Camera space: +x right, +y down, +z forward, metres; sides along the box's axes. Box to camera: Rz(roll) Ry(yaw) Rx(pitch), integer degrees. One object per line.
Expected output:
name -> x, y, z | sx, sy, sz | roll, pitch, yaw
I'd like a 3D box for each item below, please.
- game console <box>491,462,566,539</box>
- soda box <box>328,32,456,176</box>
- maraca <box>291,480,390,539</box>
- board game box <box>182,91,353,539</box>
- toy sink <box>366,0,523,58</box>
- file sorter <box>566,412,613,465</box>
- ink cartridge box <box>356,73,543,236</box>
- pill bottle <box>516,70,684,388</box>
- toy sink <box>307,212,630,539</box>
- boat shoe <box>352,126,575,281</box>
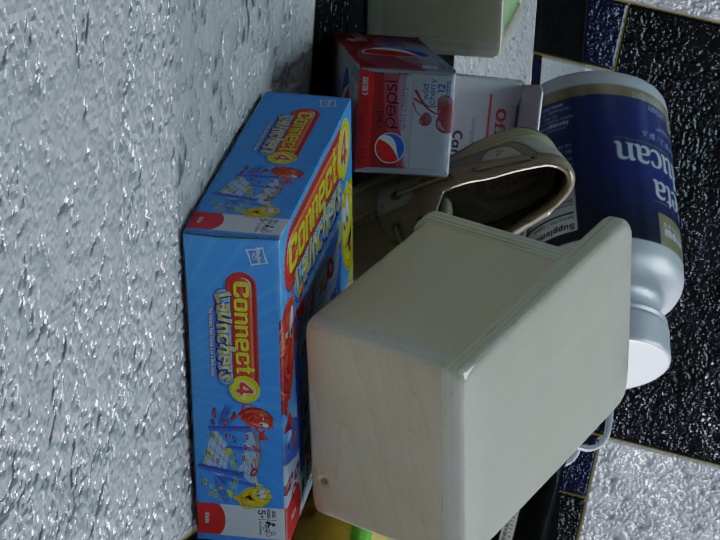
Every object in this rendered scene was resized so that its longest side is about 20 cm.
game console -> 0.053, 0.137, 1.571 | 0.116, 0.175, 0.202 | -8, 112, -72
soda box -> 0.017, -0.111, 1.556 | 0.200, 0.063, 0.071 | -119, -148, -77
maraca -> -0.025, 0.162, 1.485 | 0.200, 0.106, 0.138 | -102, -146, -59
board game box -> -0.050, 0.024, 1.406 | 0.200, 0.055, 0.197 | -67, 160, -60
toy sink -> 0.072, -0.274, 1.788 | 0.130, 0.111, 0.202 | -60, 152, -68
file sorter -> 0.105, 0.095, 1.895 | 0.200, 0.124, 0.140 | 140, -36, -61
ink cartridge box -> 0.059, -0.082, 1.692 | 0.200, 0.067, 0.118 | -165, -100, -71
pill bottle -> 0.164, -0.025, 1.638 | 0.111, 0.110, 0.201 | 75, 12, -62
toy sink -> 0.063, 0.052, 1.400 | 0.200, 0.111, 0.131 | -40, 138, -45
boat shoe -> 0.044, -0.028, 1.541 | 0.065, 0.199, 0.073 | -123, -172, -69
